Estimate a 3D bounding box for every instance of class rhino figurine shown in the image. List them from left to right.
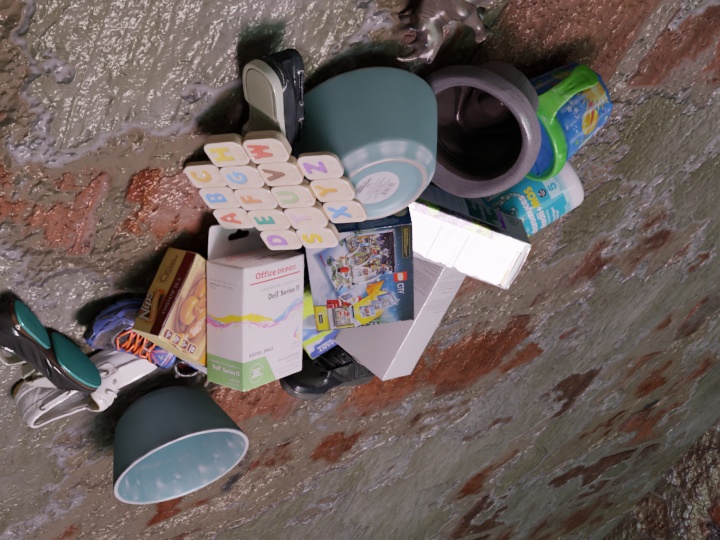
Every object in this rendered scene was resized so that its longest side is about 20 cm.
[{"bbox_3d":[0.117,-0.307,1.267,0.200,0.060,0.087,-39,130,10],"label":"rhino figurine"}]

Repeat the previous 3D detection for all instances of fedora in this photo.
[{"bbox_3d":[0.151,-0.193,1.407,0.090,0.177,0.200,-53,-178,-37],"label":"fedora"}]

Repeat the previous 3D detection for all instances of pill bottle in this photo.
[{"bbox_3d":[0.215,-0.095,1.616,0.200,0.111,0.111,-32,150,-3],"label":"pill bottle"}]

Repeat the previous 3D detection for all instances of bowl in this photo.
[{"bbox_3d":[-0.273,0.241,1.608,0.200,0.105,0.201,-20,151,-12],"label":"bowl"},{"bbox_3d":[0.011,-0.136,1.328,0.200,0.105,0.201,-14,148,-9],"label":"bowl"}]

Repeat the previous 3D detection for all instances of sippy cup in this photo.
[{"bbox_3d":[0.261,-0.209,1.491,0.130,0.178,0.140,-34,115,-21],"label":"sippy cup"}]

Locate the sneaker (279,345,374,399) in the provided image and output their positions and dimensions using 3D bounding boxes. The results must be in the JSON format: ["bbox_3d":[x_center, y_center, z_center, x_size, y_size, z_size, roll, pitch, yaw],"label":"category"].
[{"bbox_3d":[-0.036,0.137,1.746,0.199,0.076,0.114,-8,139,-42],"label":"sneaker"}]

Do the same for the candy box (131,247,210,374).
[{"bbox_3d":[-0.194,0.066,1.432,0.200,0.055,0.116,41,67,-51],"label":"candy box"}]

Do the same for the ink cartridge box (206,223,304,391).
[{"bbox_3d":[-0.131,0.038,1.403,0.117,0.067,0.201,-17,113,-51],"label":"ink cartridge box"}]

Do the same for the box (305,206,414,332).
[{"bbox_3d":[0.000,0.000,1.451,0.136,0.038,0.200,-8,141,-3],"label":"box"}]

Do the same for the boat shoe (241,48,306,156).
[{"bbox_3d":[-0.090,-0.174,1.251,0.066,0.074,0.200,-42,154,-25],"label":"boat shoe"}]

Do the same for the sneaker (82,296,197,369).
[{"bbox_3d":[-0.268,0.087,1.443,0.200,0.079,0.075,7,131,-48],"label":"sneaker"}]

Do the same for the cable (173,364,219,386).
[{"bbox_3d":[-0.201,0.085,1.565,0.097,0.050,0.200,14,115,-34],"label":"cable"}]

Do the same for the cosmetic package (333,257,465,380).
[{"bbox_3d":[0.059,0.046,1.598,0.085,0.108,0.200,-6,130,-55],"label":"cosmetic package"}]

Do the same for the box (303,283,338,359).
[{"bbox_3d":[-0.051,0.054,1.638,0.122,0.048,0.200,-31,149,-4],"label":"box"}]

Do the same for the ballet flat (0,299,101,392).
[{"bbox_3d":[-0.396,0.100,1.362,0.068,0.068,0.200,-26,140,6],"label":"ballet flat"}]

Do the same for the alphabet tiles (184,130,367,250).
[{"bbox_3d":[-0.099,-0.088,1.286,0.195,0.015,0.200,-1,144,23],"label":"alphabet tiles"}]

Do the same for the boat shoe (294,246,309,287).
[{"bbox_3d":[-0.033,-0.046,1.489,0.084,0.069,0.200,11,128,-51],"label":"boat shoe"}]

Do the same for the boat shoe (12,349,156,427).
[{"bbox_3d":[-0.351,0.157,1.472,0.200,0.069,0.071,-21,147,-21],"label":"boat shoe"}]

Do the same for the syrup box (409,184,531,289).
[{"bbox_3d":[0.124,-0.054,1.513,0.199,0.079,0.082,19,117,-13],"label":"syrup box"}]
